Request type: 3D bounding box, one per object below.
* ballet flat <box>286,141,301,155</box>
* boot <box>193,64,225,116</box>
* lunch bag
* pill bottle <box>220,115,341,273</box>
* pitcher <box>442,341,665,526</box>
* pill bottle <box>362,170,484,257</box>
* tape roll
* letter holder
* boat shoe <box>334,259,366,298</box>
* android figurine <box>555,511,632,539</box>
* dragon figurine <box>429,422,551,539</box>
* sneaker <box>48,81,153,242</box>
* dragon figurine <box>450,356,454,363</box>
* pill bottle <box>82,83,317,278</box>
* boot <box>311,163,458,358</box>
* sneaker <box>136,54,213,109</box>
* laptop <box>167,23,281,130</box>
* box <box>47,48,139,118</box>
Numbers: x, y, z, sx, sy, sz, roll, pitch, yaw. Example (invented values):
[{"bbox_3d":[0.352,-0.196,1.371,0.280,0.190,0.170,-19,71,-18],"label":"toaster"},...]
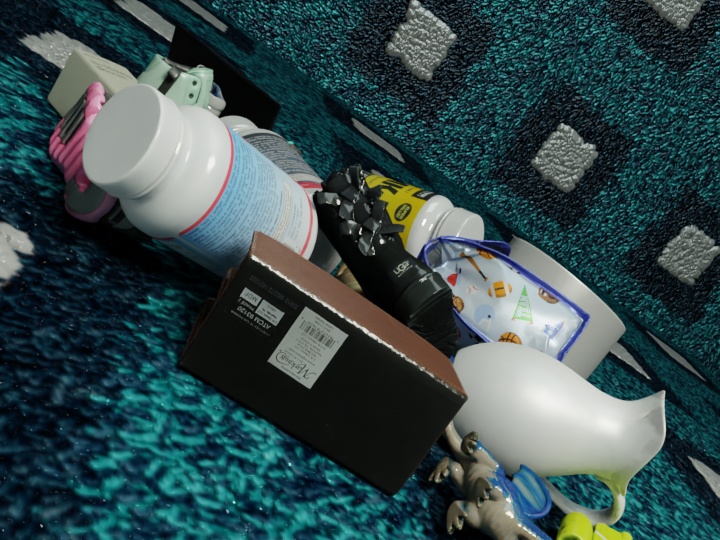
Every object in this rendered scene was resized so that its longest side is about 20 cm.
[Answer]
[{"bbox_3d":[-0.115,-0.115,1.049,0.200,0.067,0.070,-179,-109,-76],"label":"ballet flat"},{"bbox_3d":[-0.232,-0.234,1.094,0.073,0.096,0.201,23,20,-41],"label":"boot"},{"bbox_3d":[0.146,0.054,0.951,0.198,0.124,0.171,35,-20,12],"label":"lunch bag"},{"bbox_3d":[-0.105,-0.081,0.873,0.118,0.120,0.201,21,22,-46],"label":"pill bottle"},{"bbox_3d":[0.176,0.165,0.789,0.196,0.175,0.122,15,30,12],"label":"pitcher"},{"bbox_3d":[0.059,-0.056,1.088,0.197,0.117,0.114,21,5,30],"label":"pill bottle"},{"bbox_3d":[0.247,0.071,1.127,0.202,0.140,0.203,41,2,-2],"label":"tape roll"},{"bbox_3d":[-0.029,0.061,0.660,0.198,0.101,0.142,34,13,-12],"label":"letter holder"},{"bbox_3d":[0.000,0.000,0.922,0.200,0.070,0.066,-11,91,-85],"label":"boat shoe"},{"bbox_3d":[0.249,0.293,0.722,0.181,0.041,0.199,41,16,16],"label":"android figurine"},{"bbox_3d":[0.114,0.186,0.664,0.099,0.059,0.201,36,14,-21],"label":"dragon figurine"},{"bbox_3d":[-0.226,-0.096,0.749,0.095,0.079,0.202,32,22,-42],"label":"sneaker"},{"bbox_3d":[0.054,0.084,0.865,0.198,0.059,0.100,28,17,-32],"label":"dragon figurine"},{"bbox_3d":[-0.128,-0.065,0.671,0.109,0.109,0.199,47,6,37],"label":"pill bottle"},{"bbox_3d":[0.020,0.008,0.769,0.163,0.073,0.200,52,-15,28],"label":"boot"},{"bbox_3d":[-0.184,-0.169,0.965,0.198,0.119,0.074,32,13,-24],"label":"sneaker"},{"bbox_3d":[-0.193,-0.253,1.209,0.186,0.117,0.200,38,14,2],"label":"laptop"},{"bbox_3d":[-0.241,-0.145,0.853,0.200,0.069,0.082,45,17,26],"label":"box"}]
